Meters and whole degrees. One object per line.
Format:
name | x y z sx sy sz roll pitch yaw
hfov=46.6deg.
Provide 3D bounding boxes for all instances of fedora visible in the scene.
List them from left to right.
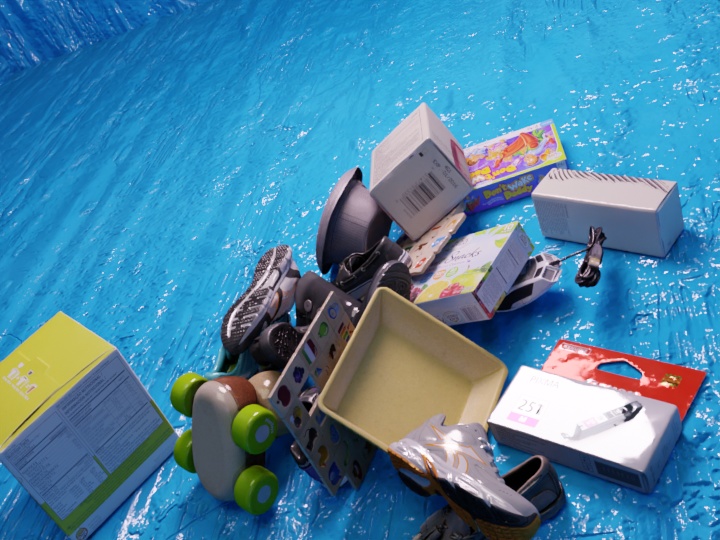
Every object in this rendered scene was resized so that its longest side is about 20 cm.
fedora | -0.001 -0.067 1.335 0.088 0.200 0.180 20 80 11

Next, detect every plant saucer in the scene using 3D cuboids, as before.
plant saucer | 0.062 0.149 1.012 0.202 0.197 0.049 -59 2 -40

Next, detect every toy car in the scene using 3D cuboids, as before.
toy car | -0.125 0.200 1.111 0.162 0.162 0.198 16 23 41

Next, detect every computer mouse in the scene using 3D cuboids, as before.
computer mouse | 0.241 0.012 1.132 0.197 0.044 0.111 -23 27 29

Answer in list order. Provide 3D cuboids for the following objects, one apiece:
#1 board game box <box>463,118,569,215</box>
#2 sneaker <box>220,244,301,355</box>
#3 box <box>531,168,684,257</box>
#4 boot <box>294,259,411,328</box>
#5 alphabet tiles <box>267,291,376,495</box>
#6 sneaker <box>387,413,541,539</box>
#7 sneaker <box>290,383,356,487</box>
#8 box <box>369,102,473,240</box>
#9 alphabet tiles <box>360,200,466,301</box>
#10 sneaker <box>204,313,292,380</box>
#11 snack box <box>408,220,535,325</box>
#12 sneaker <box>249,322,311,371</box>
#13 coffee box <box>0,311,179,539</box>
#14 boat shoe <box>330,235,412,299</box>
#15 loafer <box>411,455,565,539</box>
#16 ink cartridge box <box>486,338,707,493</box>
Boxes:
board game box | 0.240 -0.169 1.387 0.196 0.045 0.136 -18 35 13
sneaker | -0.137 0.054 1.240 0.072 0.081 0.202 -6 39 35
box | 0.344 -0.085 1.174 0.197 0.083 0.068 15 50 43
boot | -0.018 0.041 1.202 0.064 0.169 0.199 6 13 -36
alphabet tiles | -0.026 0.157 0.998 0.007 0.202 0.169 -4 39 34
sneaker | 0.115 0.200 0.858 0.092 0.077 0.198 -40 35 -23
sneaker | -0.035 0.162 1.057 0.075 0.087 0.204 -19 46 35
box | 0.093 -0.160 1.321 0.127 0.109 0.201 -40 18 19
alphabet tiles | 0.080 -0.027 1.257 0.201 0.015 0.195 -50 14 -22
sneaker | -0.166 0.116 1.257 0.076 0.081 0.202 -2 40 32
snack box | 0.131 0.013 1.163 0.198 0.053 0.143 -15 29 52
sneaker | -0.113 0.110 1.150 0.102 0.061 0.199 -18 -7 22
coffee box | -0.415 0.216 1.188 0.197 0.200 0.200 17 53 46
boat shoe | 0.000 0.000 1.257 0.199 0.057 0.069 -28 21 49
loafer | 0.122 0.259 0.888 0.197 0.064 0.072 -29 34 -3
ink cartridge box | 0.270 0.145 0.956 0.197 0.044 0.174 11 50 42
